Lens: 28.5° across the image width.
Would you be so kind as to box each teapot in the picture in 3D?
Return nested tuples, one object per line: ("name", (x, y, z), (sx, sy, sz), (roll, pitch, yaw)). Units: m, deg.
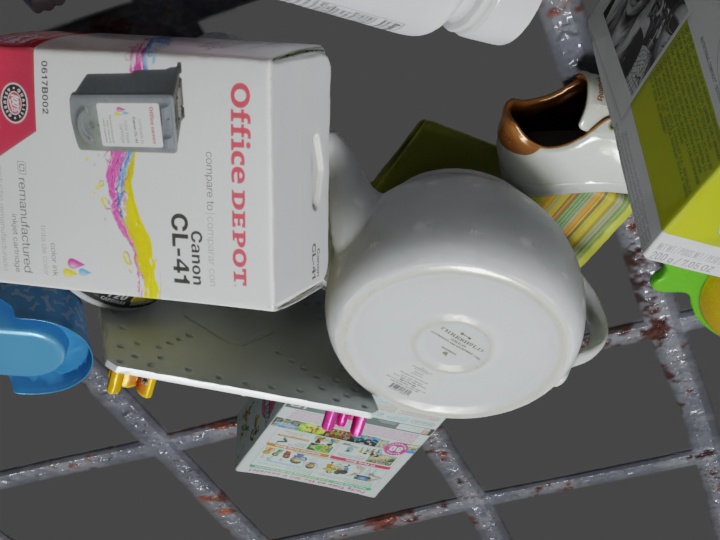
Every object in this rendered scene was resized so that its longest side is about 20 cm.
("teapot", (0.072, 0.000, 1.012), (0.194, 0.147, 0.201), (-4, 136, 12))

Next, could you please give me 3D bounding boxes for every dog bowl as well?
("dog bowl", (-0.316, 0.047, 1.151), (0.197, 0.050, 0.112), (4, 143, -12))

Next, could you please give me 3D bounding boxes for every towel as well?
("towel", (0.110, -0.058, 1.077), (0.198, 0.018, 0.086), (18, 133, -25))

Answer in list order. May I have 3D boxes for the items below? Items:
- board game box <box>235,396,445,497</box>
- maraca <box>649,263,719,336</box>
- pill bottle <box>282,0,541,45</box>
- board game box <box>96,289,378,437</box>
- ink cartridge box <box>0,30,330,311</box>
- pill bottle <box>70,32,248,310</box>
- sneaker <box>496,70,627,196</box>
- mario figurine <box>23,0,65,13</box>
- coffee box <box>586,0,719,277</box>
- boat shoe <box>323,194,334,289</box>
("board game box", (-0.010, 0.120, 1.263), (0.146, 0.065, 0.200), (15, 138, -21))
("maraca", (0.313, 0.004, 1.098), (0.198, 0.108, 0.137), (23, 128, -32))
("pill bottle", (0.004, -0.198, 0.796), (0.197, 0.115, 0.114), (12, 141, -20))
("board game box", (-0.102, 0.048, 1.053), (0.197, 0.200, 0.026), (13, 112, -20))
("ink cartridge box", (-0.124, -0.063, 0.840), (0.197, 0.085, 0.150), (5, 104, 22))
("pill bottle", (-0.132, -0.067, 0.960), (0.111, 0.113, 0.200), (20, 137, -29))
("sneaker", (0.192, -0.098, 0.978), (0.197, 0.074, 0.085), (-8, 145, 7))
("mario figurine", (-0.224, -0.168, 0.816), (0.105, 0.125, 0.200), (20, 143, -10))
("coffee box", (0.281, -0.124, 0.845), (0.197, 0.202, 0.198), (11, 141, -20))
("boat shoe", (0.000, 0.000, 1.097), (0.198, 0.074, 0.061), (22, 154, -31))
